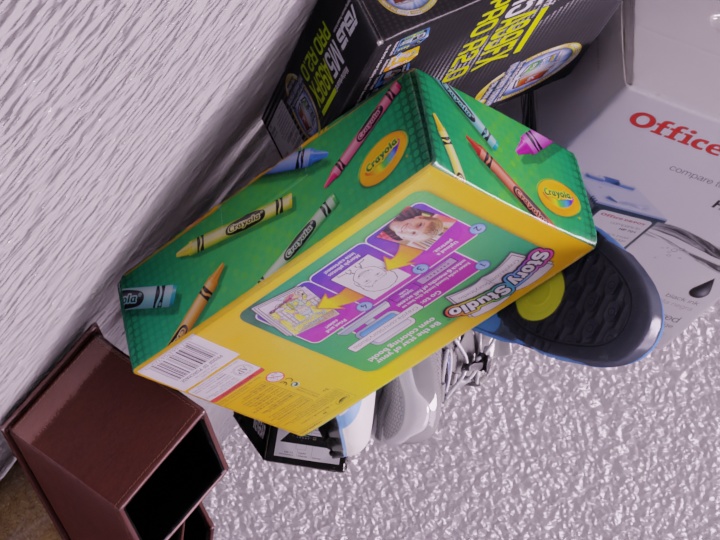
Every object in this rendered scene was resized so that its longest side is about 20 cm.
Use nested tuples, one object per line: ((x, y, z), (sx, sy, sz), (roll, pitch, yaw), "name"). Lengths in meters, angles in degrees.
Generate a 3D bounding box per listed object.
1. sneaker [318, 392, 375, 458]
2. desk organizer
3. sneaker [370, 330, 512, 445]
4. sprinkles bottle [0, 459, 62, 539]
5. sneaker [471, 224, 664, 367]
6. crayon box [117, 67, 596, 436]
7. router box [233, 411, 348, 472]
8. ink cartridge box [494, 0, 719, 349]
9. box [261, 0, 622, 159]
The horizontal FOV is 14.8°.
((0.000, 0.000, 1.450), (0.072, 0.072, 0.201), (-145, -126, -75), "sneaker")
((-0.110, 0.118, 1.415), (0.072, 0.077, 0.200), (-49, 155, -18), "desk organizer")
((0.046, 0.036, 1.548), (0.200, 0.082, 0.075), (-80, 180, -65), "sneaker")
((-0.217, 0.191, 1.499), (0.200, 0.068, 0.068), (-51, 178, -2), "sprinkles bottle")
((0.088, 0.008, 1.357), (0.200, 0.078, 0.066), (19, -96, 49), "sneaker")
((-0.003, -0.004, 1.310), (0.200, 0.119, 0.058), (-34, -129, 30), "crayon box")
((-0.031, 0.028, 1.599), (0.200, 0.051, 0.150), (-156, -104, -82), "router box")
((0.151, -0.056, 1.473), (0.200, 0.146, 0.086), (-47, -149, 51), "ink cartridge box")
((0.047, -0.116, 1.302), (0.160, 0.044, 0.200), (-23, 169, -19), "box")
